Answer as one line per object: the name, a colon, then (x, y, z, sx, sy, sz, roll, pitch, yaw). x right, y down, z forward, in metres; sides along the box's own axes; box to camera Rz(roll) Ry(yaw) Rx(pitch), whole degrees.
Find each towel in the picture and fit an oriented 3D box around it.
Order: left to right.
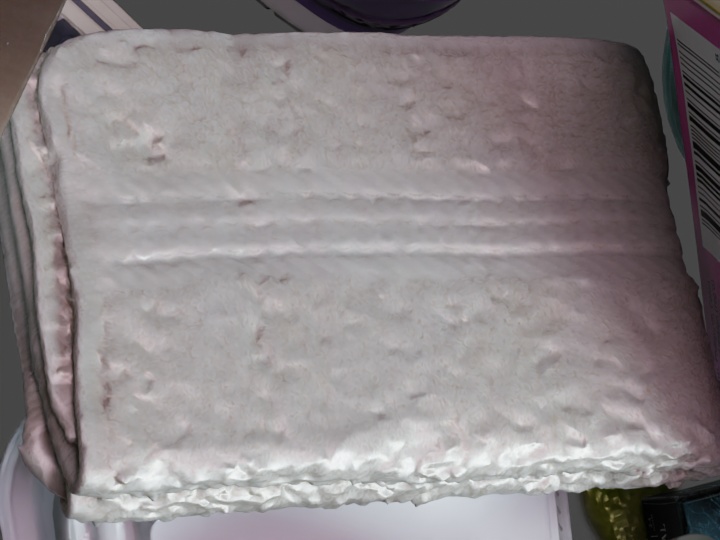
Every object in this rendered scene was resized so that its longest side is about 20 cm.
towel: (0.000, 0.000, 0.797, 0.199, 0.034, 0.133, 0, 67, -23)

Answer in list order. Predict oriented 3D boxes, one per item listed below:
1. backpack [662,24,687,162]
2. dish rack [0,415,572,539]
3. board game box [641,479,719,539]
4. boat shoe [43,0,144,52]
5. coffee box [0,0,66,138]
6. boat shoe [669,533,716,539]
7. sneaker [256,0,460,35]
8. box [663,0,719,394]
backpack: (0.190, -0.061, 0.916, 0.200, 0.150, 0.178, 33, 73, -25)
dish rack: (-0.006, 0.112, 0.838, 0.171, 0.044, 0.201, -16, 113, -24)
board game box: (0.195, 0.117, 0.966, 0.199, 0.028, 0.136, -12, 89, -23)
boat shoe: (-0.063, -0.026, 0.850, 0.200, 0.075, 0.062, 41, 81, -17)
coffee box: (-0.169, -0.016, 0.755, 0.114, 0.080, 0.201, 22, 104, -20)
boat shoe: (0.088, 0.180, 0.893, 0.072, 0.063, 0.201, -3, 88, -45)
sneaker: (-0.045, -0.138, 0.859, 0.199, 0.087, 0.076, 26, 75, -18)
box: (0.197, -0.007, 0.802, 0.199, 0.097, 0.177, -12, 108, -6)
